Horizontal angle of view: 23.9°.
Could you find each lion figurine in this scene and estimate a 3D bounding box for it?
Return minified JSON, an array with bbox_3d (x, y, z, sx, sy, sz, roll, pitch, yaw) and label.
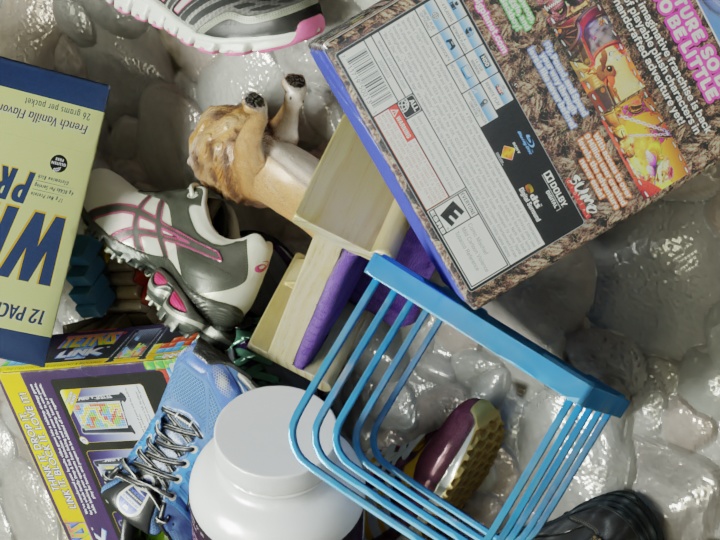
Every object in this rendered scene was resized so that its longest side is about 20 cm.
[{"bbox_3d":[-0.035,-0.056,1.149,0.200,0.072,0.123,42,142,16],"label":"lion figurine"}]

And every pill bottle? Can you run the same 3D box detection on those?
[{"bbox_3d":[-0.053,0.172,1.096,0.112,0.112,0.201,31,140,29],"label":"pill bottle"}]

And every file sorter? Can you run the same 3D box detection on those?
[{"bbox_3d":[0.059,0.087,0.991,0.138,0.200,0.123,31,91,16],"label":"file sorter"}]

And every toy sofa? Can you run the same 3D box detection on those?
[{"bbox_3d":[0.000,0.000,1.064,0.097,0.083,0.200,26,151,1],"label":"toy sofa"}]

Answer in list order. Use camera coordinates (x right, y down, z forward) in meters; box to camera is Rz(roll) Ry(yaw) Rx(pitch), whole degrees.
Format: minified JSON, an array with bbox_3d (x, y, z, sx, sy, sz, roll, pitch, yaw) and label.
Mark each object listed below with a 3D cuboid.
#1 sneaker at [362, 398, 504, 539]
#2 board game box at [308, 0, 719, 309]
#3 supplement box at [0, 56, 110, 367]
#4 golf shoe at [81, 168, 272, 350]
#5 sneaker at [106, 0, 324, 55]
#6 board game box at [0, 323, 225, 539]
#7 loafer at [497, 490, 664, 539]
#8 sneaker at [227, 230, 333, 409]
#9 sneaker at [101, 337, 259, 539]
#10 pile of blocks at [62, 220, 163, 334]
[{"bbox_3d":[0.022,0.147,1.162,0.090,0.075,0.201,40,125,17],"label":"sneaker"},{"bbox_3d":[0.098,-0.103,0.909,0.199,0.097,0.160,-30,101,-1],"label":"board game box"},{"bbox_3d":[-0.286,-0.054,1.228,0.200,0.134,0.201,-162,85,-69],"label":"supplement box"},{"bbox_3d":[-0.131,-0.027,1.201,0.088,0.077,0.200,-53,52,7],"label":"golf shoe"},{"bbox_3d":[-0.105,-0.207,1.158,0.199,0.074,0.088,25,125,38],"label":"sneaker"},{"bbox_3d":[-0.158,0.139,1.264,0.164,0.057,0.201,-5,118,26],"label":"board game box"},{"bbox_3d":[0.105,0.206,1.110,0.073,0.072,0.200,56,131,10],"label":"loafer"},{"bbox_3d":[-0.064,0.073,1.194,0.074,0.087,0.201,-14,97,25],"label":"sneaker"},{"bbox_3d":[-0.122,0.135,1.146,0.078,0.089,0.201,34,129,27],"label":"sneaker"},{"bbox_3d":[-0.178,0.026,1.288,0.062,0.082,0.201,-2,101,41],"label":"pile of blocks"}]
